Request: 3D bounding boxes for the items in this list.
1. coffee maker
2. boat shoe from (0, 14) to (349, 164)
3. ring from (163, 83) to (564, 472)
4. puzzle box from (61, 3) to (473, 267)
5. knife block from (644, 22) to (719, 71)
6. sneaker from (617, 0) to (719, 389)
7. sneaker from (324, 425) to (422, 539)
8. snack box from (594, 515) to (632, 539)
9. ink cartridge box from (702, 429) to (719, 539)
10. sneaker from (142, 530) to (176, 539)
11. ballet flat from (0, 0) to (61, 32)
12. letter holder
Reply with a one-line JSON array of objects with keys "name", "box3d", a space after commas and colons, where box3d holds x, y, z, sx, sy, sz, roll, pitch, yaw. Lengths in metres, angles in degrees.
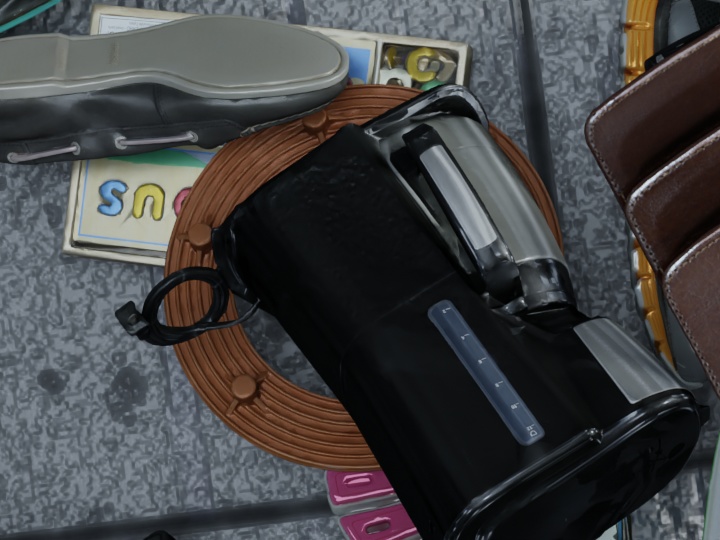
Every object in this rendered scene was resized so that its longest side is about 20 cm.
[{"name": "coffee maker", "box3d": [0.028, 0.048, 1.274, 0.192, 0.135, 0.200, -40, 62, 13]}, {"name": "boat shoe", "box3d": [-0.102, -0.087, 1.401, 0.200, 0.067, 0.057, -1, 131, 7]}, {"name": "ring", "box3d": [0.000, 0.000, 1.371, 0.200, 0.019, 0.201, -2, 71, 7]}, {"name": "puzzle box", "box3d": [-0.048, -0.060, 1.428, 0.200, 0.025, 0.133, 6, 89, 9]}, {"name": "knife block", "box3d": [0.229, -0.127, 1.330, 0.175, 0.064, 0.200, 20, 84, -18]}, {"name": "sneaker", "box3d": [0.167, -0.042, 1.372, 0.077, 0.078, 0.200, -1, 86, 2]}, {"name": "sneaker", "box3d": [0.044, 0.171, 1.368, 0.074, 0.087, 0.200, -26, 74, 1]}, {"name": "snack box", "box3d": [0.115, 0.204, 1.344, 0.037, 0.116, 0.200, -3, 87, 9]}, {"name": "ink cartridge box", "box3d": [0.229, 0.152, 1.285, 0.146, 0.200, 0.083, 6, 64, 8]}, {"name": "sneaker", "box3d": [-0.054, 0.210, 1.391, 0.200, 0.075, 0.079, 35, 90, 8]}, {"name": "ballet flat", "box3d": [-0.144, -0.169, 1.420, 0.200, 0.068, 0.068, -19, 111, 7]}, {"name": "letter holder", "box3d": [0.215, -0.050, 1.234, 0.200, 0.101, 0.142, -28, 105, 6]}]
